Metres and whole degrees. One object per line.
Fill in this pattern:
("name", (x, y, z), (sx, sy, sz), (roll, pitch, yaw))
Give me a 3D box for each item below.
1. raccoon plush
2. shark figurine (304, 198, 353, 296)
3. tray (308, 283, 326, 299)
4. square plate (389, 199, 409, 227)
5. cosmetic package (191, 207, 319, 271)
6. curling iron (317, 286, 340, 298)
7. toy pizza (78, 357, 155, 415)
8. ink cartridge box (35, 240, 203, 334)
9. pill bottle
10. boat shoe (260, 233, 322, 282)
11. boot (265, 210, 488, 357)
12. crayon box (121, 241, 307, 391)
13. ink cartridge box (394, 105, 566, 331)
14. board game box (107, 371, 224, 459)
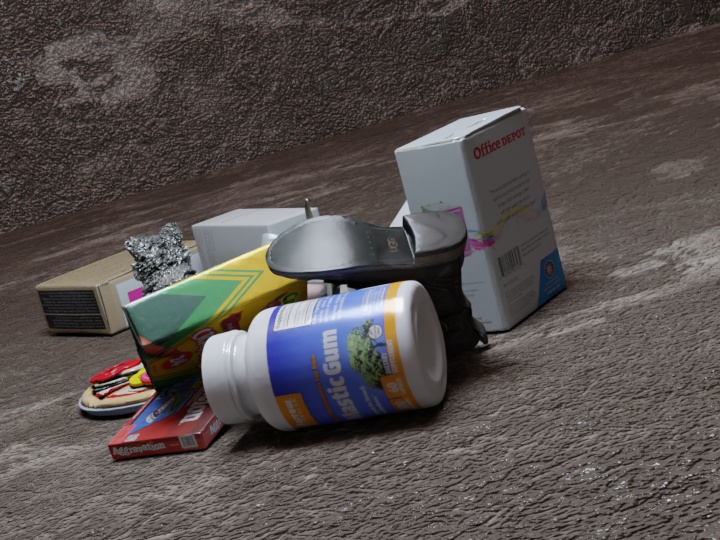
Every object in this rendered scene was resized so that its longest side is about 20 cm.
("raccoon plush", (-0.212, 0.014, 1.786), (0.097, 0.134, 0.200), (-22, 13, -32))
("shark figurine", (0.003, -0.003, 1.507), (0.089, 0.128, 0.215), (-15, 30, -10))
("tray", (-0.108, 0.049, 1.727), (0.107, 0.022, 0.200), (0, 14, 24))
("square plate", (0.047, -0.025, 1.649), (0.200, 0.028, 0.198), (-58, 6, 8))
("cosmetic package", (-0.129, -0.021, 1.927), (0.085, 0.108, 0.200), (-22, 15, -34))
("curling iron", (-0.052, 0.049, 1.609), (0.200, 0.026, 0.050), (-44, 4, -35))
("toy pizza", (-0.211, 0.106, 1.597), (0.200, 0.032, 0.200), (-16, 10, 3))
("ink cartridge box", (-0.320, 0.022, 2.045), (0.200, 0.075, 0.165), (-24, 16, -40))
("pill bottle", (-0.033, 0.080, 1.299), (0.200, 0.112, 0.112), (-12, 12, 17))
("boat shoe", (-0.032, -0.019, 1.782), (0.200, 0.069, 0.072), (-1, -2, -24))
("boot", (0.019, 0.030, 1.367), (0.199, 0.174, 0.069), (-4, 47, 2))
("crayon box", (-0.120, 0.037, 1.417), (0.200, 0.051, 0.127), (-24, -21, -11))
("ink cartridge box", (0.125, -0.053, 1.507), (0.085, 0.200, 0.144), (-5, 15, 35))
("board game box", (-0.155, 0.119, 1.434), (0.103, 0.019, 0.200), (-9, 21, 24))
